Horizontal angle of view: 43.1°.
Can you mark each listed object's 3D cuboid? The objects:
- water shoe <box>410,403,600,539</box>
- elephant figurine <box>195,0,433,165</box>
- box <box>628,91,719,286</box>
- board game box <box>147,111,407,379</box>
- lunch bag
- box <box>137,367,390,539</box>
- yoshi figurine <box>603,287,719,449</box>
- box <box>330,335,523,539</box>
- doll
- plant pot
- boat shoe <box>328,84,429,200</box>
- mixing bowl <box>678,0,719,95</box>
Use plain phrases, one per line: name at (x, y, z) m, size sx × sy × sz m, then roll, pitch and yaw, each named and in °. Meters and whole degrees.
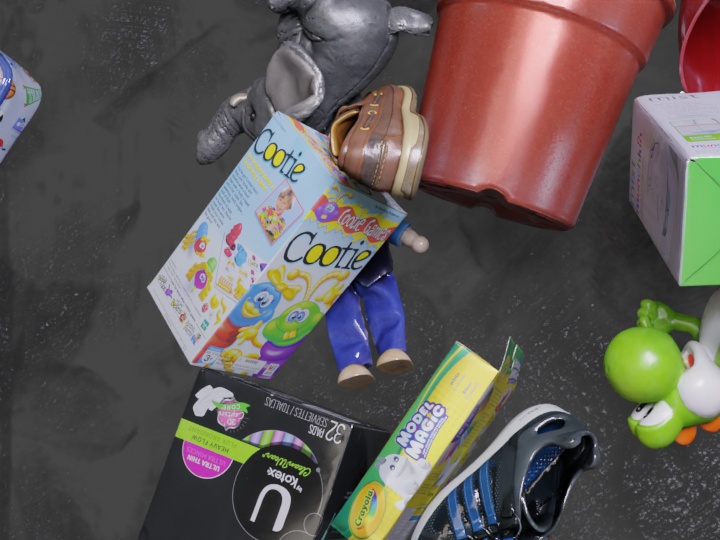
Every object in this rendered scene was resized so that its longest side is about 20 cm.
water shoe at (0.109, 0.194, 0.726) m, size 0.071 × 0.079 × 0.200 m, roll 37°, pitch 89°, yaw -19°
elephant figurine at (-0.052, -0.169, 0.863) m, size 0.141 × 0.155 × 0.201 m, roll 19°, pitch 94°, yaw -23°
box at (0.312, -0.069, 0.662) m, size 0.199 × 0.177 × 0.097 m, roll -2°, pitch 113°, yaw 4°
board game box at (-0.075, -0.016, 0.794) m, size 0.200 × 0.103 × 0.105 m, roll -50°, pitch 52°, yaw 16°
lunch bag at (-0.457, -0.188, 1.003) m, size 0.200 × 0.076 × 0.160 m, roll 37°, pitch 91°, yaw 22°
box at (-0.084, 0.204, 0.768) m, size 0.148 × 0.124 × 0.201 m, roll 17°, pitch 83°, yaw 20°
yoshi figurine at (0.269, 0.045, 0.715) m, size 0.200 × 0.112 × 0.112 m, roll -49°, pitch 62°, yaw 3°
box at (0.063, 0.136, 0.745) m, size 0.048 × 0.117 × 0.200 m, roll 36°, pitch 88°, yaw 20°
doll at (0.000, 0.000, 0.832) m, size 0.136 × 0.048 × 0.201 m, roll -23°, pitch 65°, yaw 20°
plant pot at (0.134, -0.146, 0.760) m, size 0.200 × 0.201 × 0.196 m, roll 17°, pitch 90°, yaw 20°
boat shoe at (0.009, -0.114, 0.743) m, size 0.067 × 0.200 × 0.072 m, roll 10°, pitch 110°, yaw -7°
mixing bowl at (0.337, -0.224, 0.725) m, size 0.200 × 0.200 × 0.109 m, roll -18°, pitch 52°, yaw 12°
